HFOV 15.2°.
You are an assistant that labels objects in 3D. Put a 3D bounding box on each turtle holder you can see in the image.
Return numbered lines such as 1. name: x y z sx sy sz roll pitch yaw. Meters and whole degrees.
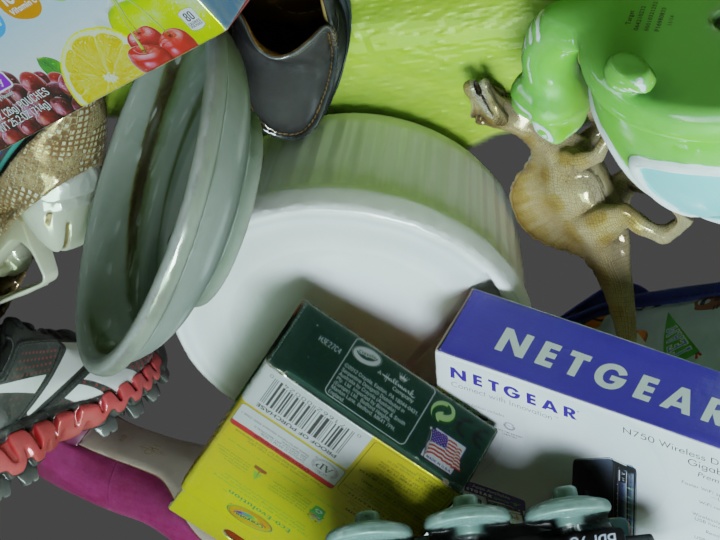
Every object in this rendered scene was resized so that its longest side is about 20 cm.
1. turtle holder: 0.170 -0.085 1.335 0.185 0.141 0.132 -15 135 4

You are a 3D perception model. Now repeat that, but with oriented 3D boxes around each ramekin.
1. ramekin: 0.000 0.000 1.502 0.202 0.094 0.203 5 138 5

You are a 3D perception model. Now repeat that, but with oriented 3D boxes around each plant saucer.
1. plant saucer: -0.092 -0.038 1.388 0.050 0.201 0.200 16 139 -18

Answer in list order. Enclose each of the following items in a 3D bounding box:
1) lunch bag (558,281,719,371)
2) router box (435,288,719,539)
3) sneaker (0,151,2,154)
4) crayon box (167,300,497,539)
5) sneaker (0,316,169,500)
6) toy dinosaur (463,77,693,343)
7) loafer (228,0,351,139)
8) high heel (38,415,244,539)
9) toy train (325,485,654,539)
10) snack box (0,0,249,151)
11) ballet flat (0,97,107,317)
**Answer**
1. lunch bag: 0.194 0.092 1.546 0.200 0.124 0.170 -10 138 39
2. router box: 0.141 0.112 1.451 0.199 0.049 0.180 18 143 20
3. sneaker: -0.249 -0.064 1.493 0.078 0.070 0.200 36 128 -10
4. crayon box: -0.021 0.110 1.488 0.127 0.051 0.200 34 145 -2
5. sneaker: -0.188 0.061 1.563 0.071 0.200 0.098 -19 98 40
6. toy dinosaur: 0.132 -0.033 1.458 0.101 0.058 0.200 -22 104 30
7. loafer: -0.044 -0.133 1.376 0.073 0.072 0.200 3 139 6
8. high heel: -0.126 0.143 1.670 0.200 0.067 0.096 44 135 12
9. toy train: 0.058 0.166 1.415 0.199 0.086 0.114 -7 165 -2
10. snack box: -0.166 -0.163 1.318 0.200 0.068 0.169 -22 117 43
11. ballet flat: -0.182 -0.030 1.516 0.065 0.070 0.200 55 140 8
